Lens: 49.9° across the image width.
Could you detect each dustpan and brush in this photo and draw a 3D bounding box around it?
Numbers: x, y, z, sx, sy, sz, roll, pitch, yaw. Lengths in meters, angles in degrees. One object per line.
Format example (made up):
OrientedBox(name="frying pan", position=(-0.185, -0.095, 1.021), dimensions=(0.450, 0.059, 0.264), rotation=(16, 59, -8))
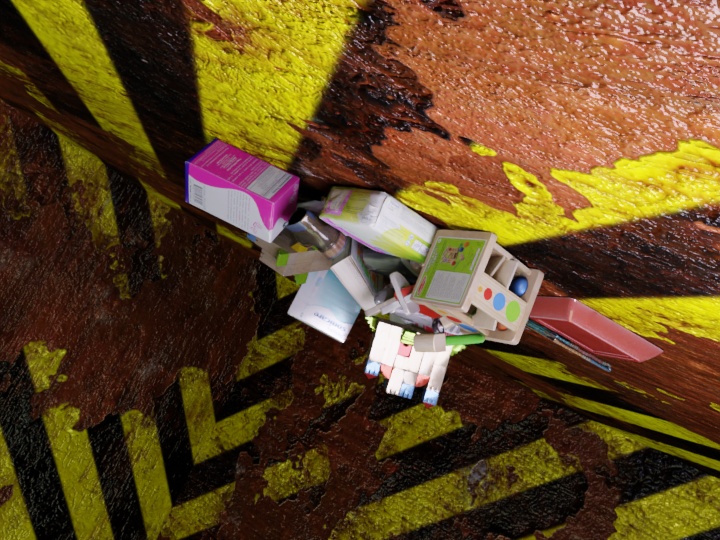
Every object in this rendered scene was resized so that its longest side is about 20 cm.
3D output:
OrientedBox(name="dustpan and brush", position=(-0.032, -0.099, 1.552), dimensions=(0.199, 0.058, 0.139), rotation=(38, 162, -26))

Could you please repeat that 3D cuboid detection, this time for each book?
OrientedBox(name="book", position=(0.000, 0.000, 1.596), dimensions=(0.134, 0.048, 0.200), rotation=(56, -167, -17))

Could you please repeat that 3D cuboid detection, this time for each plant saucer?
OrientedBox(name="plant saucer", position=(0.407, 0.108, 1.395), dimensions=(0.198, 0.037, 0.200), rotation=(29, 174, -11))

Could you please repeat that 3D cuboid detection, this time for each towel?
OrientedBox(name="towel", position=(0.399, 0.138, 1.550), dimensions=(0.146, 0.022, 0.200), rotation=(28, -177, -16))

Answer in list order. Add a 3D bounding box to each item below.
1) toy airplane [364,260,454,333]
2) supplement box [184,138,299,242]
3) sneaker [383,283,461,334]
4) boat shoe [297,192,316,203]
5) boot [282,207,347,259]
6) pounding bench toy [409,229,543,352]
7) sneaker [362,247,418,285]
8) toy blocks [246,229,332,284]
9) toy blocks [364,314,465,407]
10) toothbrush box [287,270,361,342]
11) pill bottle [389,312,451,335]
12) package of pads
OrientedBox(name="toy airplane", position=(0.110, 0.028, 1.385), dimensions=(0.197, 0.143, 0.200), rotation=(-6, 156, -9))
OrientedBox(name="supplement box", position=(-0.228, -0.155, 1.492), dimensions=(0.198, 0.104, 0.102), rotation=(27, 136, 14))
OrientedBox(name="sneaker", position=(0.132, 0.073, 1.519), dimensions=(0.198, 0.076, 0.082), rotation=(21, 169, -4))
OrientedBox(name="boat shoe", position=(-0.140, -0.127, 1.619), dimensions=(0.199, 0.074, 0.074), rotation=(29, 173, -13))
OrientedBox(name="boot", position=(-0.102, -0.091, 1.438), dimensions=(0.097, 0.075, 0.200), rotation=(42, 173, -31))
OrientedBox(name="pounding bench toy", position=(0.175, 0.063, 1.216), dimensions=(0.155, 0.202, 0.124), rotation=(32, 165, -33))
OrientedBox(name="sneaker", position=(0.091, -0.002, 1.538), dimensions=(0.105, 0.076, 0.200), rotation=(-3, 148, 32))
OrientedBox(name="toy blocks", position=(-0.145, -0.049, 1.601), dimensions=(0.136, 0.101, 0.199), rotation=(33, -155, 33))
OrientedBox(name="toy blocks", position=(0.087, 0.180, 1.496), dimensions=(0.198, 0.138, 0.100), rotation=(16, -175, -5))
OrientedBox(name="toothbrush box", position=(-0.059, 0.042, 1.749), dimensions=(0.145, 0.202, 0.085), rotation=(27, 173, -4))
OrientedBox(name="pill bottle", position=(0.169, 0.099, 1.646), dimensions=(0.197, 0.114, 0.112), rotation=(-5, 180, -12))
OrientedBox(name="package of pads", position=(0.033, -0.080, 1.320), dimensions=(0.154, 0.069, 0.199), rotation=(30, 173, -31))
